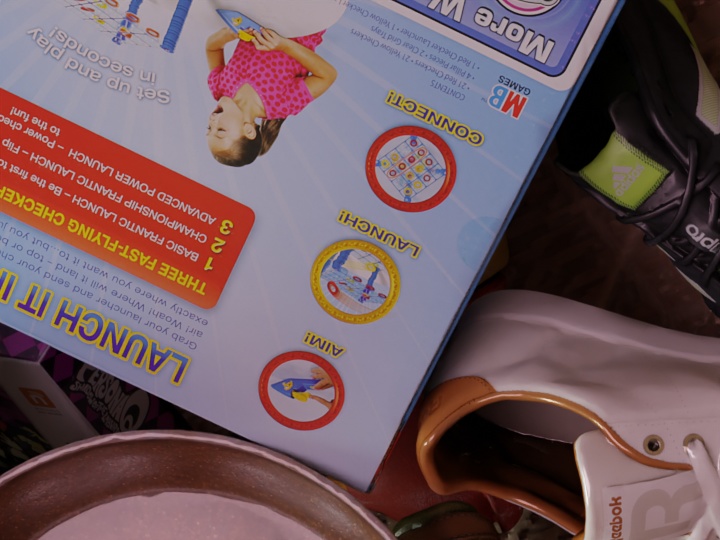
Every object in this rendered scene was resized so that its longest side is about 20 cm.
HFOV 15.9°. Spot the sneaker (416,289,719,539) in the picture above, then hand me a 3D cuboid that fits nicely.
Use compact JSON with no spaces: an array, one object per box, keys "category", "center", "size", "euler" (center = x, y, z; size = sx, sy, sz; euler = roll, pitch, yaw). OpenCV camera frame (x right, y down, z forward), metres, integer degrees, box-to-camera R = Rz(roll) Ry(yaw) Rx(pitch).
[{"category":"sneaker","center":[0.112,0.064,0.785],"size":[0.200,0.085,0.073],"euler":[7,126,20]}]

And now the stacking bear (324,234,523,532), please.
[{"category":"stacking bear","center":[0.000,0.000,0.887],"size":[0.114,0.121,0.200],"euler":[-27,95,-8]}]

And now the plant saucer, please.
[{"category":"plant saucer","center":[-0.060,0.151,0.810],"size":[0.200,0.034,0.201],"euler":[-1,86,10]}]

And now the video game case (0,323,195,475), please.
[{"category":"video game case","center":[-0.145,0.063,0.977],"size":[0.200,0.036,0.181],"euler":[7,147,34]}]

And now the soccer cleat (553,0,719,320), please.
[{"category":"soccer cleat","center":[0.109,-0.023,0.819],"size":[0.200,0.081,0.068],"euler":[52,123,14]}]

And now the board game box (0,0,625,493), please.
[{"category":"board game box","center":[-0.043,-0.061,0.781],"size":[0.200,0.056,0.196],"euler":[26,114,-2]}]

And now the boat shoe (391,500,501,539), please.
[{"category":"boat shoe","center":[0.016,0.137,0.902],"size":[0.200,0.072,0.068],"euler":[-50,54,57]}]
